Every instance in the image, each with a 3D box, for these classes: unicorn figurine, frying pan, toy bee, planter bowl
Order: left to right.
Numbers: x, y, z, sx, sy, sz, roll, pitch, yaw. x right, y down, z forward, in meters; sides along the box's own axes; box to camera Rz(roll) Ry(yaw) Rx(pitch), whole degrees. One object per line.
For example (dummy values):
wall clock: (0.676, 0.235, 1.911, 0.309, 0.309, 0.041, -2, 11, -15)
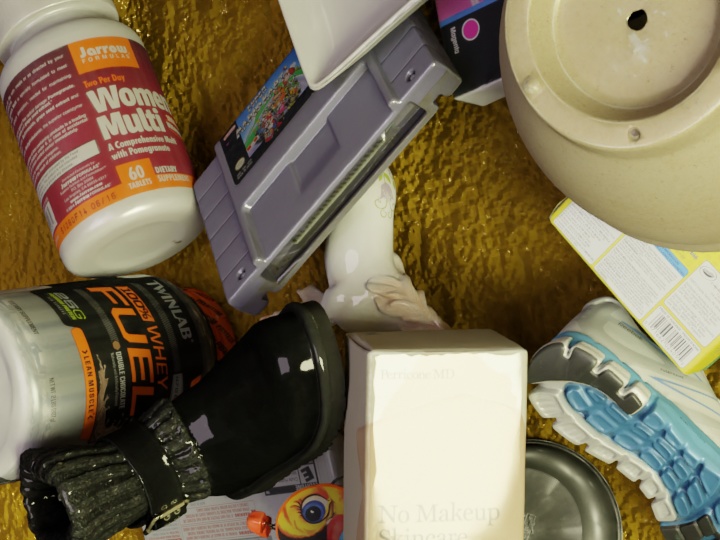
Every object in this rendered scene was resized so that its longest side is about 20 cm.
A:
toy bee: (-0.015, 0.181, 0.903, 0.107, 0.132, 0.202, -9, 49, 7)
unicorn figurine: (0.000, 0.000, 0.900, 0.136, 0.073, 0.203, -11, 93, 42)
frying pan: (0.123, 0.182, 0.837, 0.115, 0.031, 0.190, -47, 63, 2)
planter bowl: (0.147, -0.111, 0.671, 0.198, 0.134, 0.203, 0, 89, 29)

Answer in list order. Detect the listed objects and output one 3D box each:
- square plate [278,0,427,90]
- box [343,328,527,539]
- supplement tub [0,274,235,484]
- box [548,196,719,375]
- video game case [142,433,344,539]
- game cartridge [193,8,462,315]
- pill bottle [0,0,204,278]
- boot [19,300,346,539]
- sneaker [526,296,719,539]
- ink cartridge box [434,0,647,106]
square plate: (0.018, -0.237, 0.846, 0.197, 0.028, 0.202, -36, 58, 28)
box: (0.039, 0.137, 0.789, 0.078, 0.094, 0.203, -149, 58, -79)
supplement tub: (-0.185, 0.068, 0.968, 0.121, 0.199, 0.124, 5, 98, 37)
box: (0.206, -0.056, 0.739, 0.200, 0.048, 0.118, -47, 70, 23)
video game case: (-0.074, 0.217, 1.021, 0.198, 0.023, 0.184, -13, 88, 37)
game cartridge: (-0.030, -0.085, 0.884, 0.200, 0.038, 0.130, -48, 42, 21)
pill bottle: (-0.188, -0.105, 1.000, 0.109, 0.109, 0.202, -35, 71, 35)
boot: (-0.107, 0.099, 0.831, 0.080, 0.156, 0.212, 66, 146, 24)
sneaker: (0.184, 0.092, 0.780, 0.200, 0.087, 0.075, 47, 135, -6)
ink cartridge box: (0.127, -0.171, 0.793, 0.199, 0.037, 0.096, -19, 75, 37)
